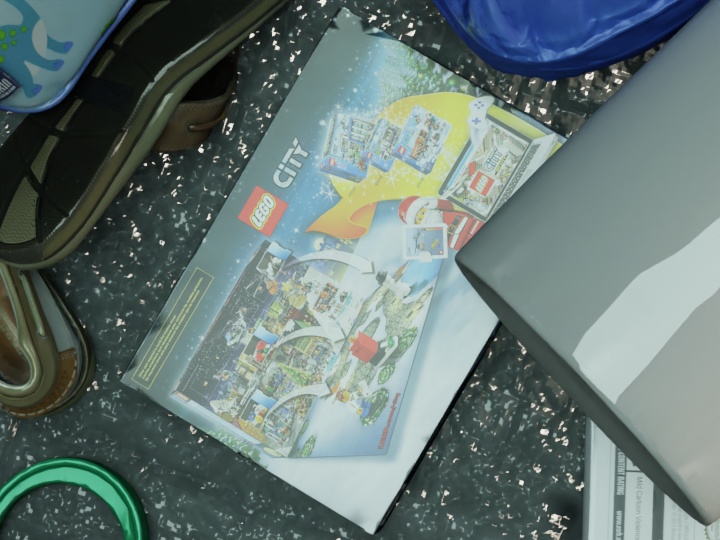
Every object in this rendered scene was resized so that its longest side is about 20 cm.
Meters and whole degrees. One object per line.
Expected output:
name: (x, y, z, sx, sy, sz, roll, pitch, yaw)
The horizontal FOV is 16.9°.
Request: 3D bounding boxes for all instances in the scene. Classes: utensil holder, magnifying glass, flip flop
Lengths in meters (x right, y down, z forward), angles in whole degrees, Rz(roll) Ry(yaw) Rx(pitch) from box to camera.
utensil holder: (0.162, -0.018, 1.015, 0.200, 0.170, 0.170, -43, 83, -1)
magnifying glass: (-0.163, 0.181, 1.123, 0.079, 0.022, 0.200, 26, 88, 7)
flip flop: (-0.097, -0.075, 1.106, 0.081, 0.058, 0.200, 22, 69, 39)

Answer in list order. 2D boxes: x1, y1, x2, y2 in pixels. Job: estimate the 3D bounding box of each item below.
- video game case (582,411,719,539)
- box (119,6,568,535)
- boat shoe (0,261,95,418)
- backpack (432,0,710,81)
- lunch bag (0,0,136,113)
video game case: (0.189, 0.161, 1.082, 0.181, 0.023, 0.201, 2, 86, 7)
box: (0.000, 0.000, 1.105, 0.136, 0.038, 0.200, 31, 90, 7)
boat shoe: (-0.199, -0.018, 1.113, 0.075, 0.068, 0.200, -44, 83, 2)
backpack: (0.074, -0.184, 1.046, 0.162, 0.168, 0.200, -26, 88, 11)
lunch bag: (-0.153, -0.182, 1.066, 0.200, 0.082, 0.161, -51, 125, -7)
